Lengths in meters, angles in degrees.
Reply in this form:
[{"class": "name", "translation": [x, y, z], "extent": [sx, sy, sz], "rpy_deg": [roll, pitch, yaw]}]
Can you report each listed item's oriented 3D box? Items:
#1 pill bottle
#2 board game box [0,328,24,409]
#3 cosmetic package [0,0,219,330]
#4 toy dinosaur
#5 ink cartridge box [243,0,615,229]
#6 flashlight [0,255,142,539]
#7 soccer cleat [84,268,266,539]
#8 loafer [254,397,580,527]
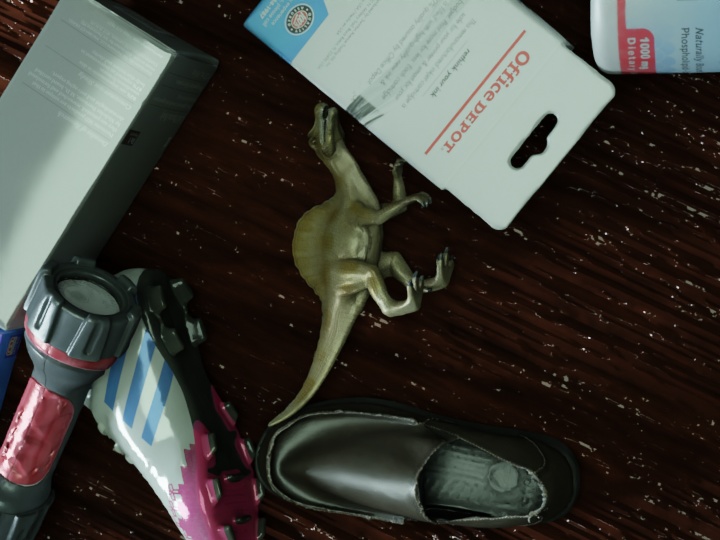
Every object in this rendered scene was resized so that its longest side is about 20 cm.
[{"class": "pill bottle", "translation": [0.235, -0.169, 1.273], "extent": [0.200, 0.109, 0.109], "rpy_deg": [0, 92, 10]}, {"class": "board game box", "translation": [-0.315, 0.111, 1.405], "extent": [0.152, 0.045, 0.200], "rpy_deg": [16, 95, 9]}, {"class": "cosmetic package", "translation": [-0.182, -0.067, 1.347], "extent": [0.090, 0.107, 0.200], "rpy_deg": [31, 98, 8]}, {"class": "toy dinosaur", "translation": [0.000, 0.000, 1.352], "extent": [0.101, 0.058, 0.200], "rpy_deg": [5, 91, 28]}, {"class": "ink cartridge box", "translation": [0.046, -0.128, 1.326], "extent": [0.200, 0.068, 0.116], "rpy_deg": [40, 99, 6]}, {"class": "flashlight", "translation": [-0.194, 0.088, 1.330], "extent": [0.068, 0.068, 0.200], "rpy_deg": [11, 122, -28]}, {"class": "soccer cleat", "translation": [-0.123, 0.098, 1.368], "extent": [0.086, 0.070, 0.200], "rpy_deg": [-20, 86, 25]}, {"class": "loafer", "translation": [0.032, 0.117, 1.333], "extent": [0.200, 0.071, 0.073], "rpy_deg": [2, 92, 9]}]
